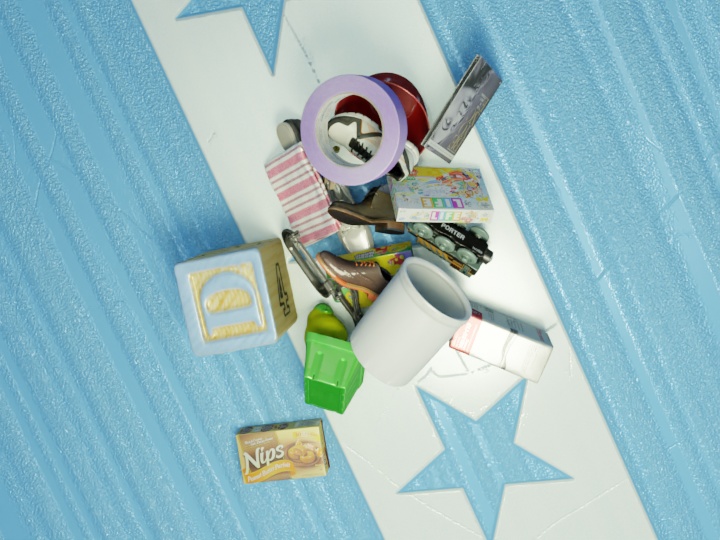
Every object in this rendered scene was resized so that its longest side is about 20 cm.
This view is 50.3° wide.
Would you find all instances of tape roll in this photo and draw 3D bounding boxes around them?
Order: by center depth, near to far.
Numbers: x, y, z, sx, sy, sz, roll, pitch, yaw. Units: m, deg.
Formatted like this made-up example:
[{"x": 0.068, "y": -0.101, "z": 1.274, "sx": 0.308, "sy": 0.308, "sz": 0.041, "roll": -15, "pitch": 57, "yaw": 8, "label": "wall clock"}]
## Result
[{"x": -0.013, "y": -0.266, "z": 1.456, "sx": 0.196, "sy": 0.066, "sz": 0.205, "roll": 4, "pitch": 102, "yaw": 16, "label": "tape roll"}]

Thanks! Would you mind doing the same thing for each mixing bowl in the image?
[{"x": 0.054, "y": -0.324, "z": 1.559, "sx": 0.196, "sy": 0.110, "sz": 0.203, "roll": 10, "pitch": 136, "yaw": 10, "label": "mixing bowl"}]

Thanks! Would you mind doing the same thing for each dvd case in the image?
[{"x": 0.206, "y": -0.319, "z": 1.543, "sx": 0.016, "sy": 0.148, "sz": 0.202, "roll": 38, "pitch": 101, "yaw": 24, "label": "dvd case"}]

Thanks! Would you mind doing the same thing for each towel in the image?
[{"x": -0.126, "y": -0.157, "z": 1.623, "sx": 0.145, "sy": 0.030, "sz": 0.203, "roll": -20, "pitch": 96, "yaw": 49, "label": "towel"}]

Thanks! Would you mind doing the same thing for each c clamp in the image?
[{"x": -0.103, "y": -0.014, "z": 1.620, "sx": 0.027, "sy": 0.171, "sz": 0.201, "roll": -35, "pitch": 83, "yaw": -14, "label": "c clamp"}]

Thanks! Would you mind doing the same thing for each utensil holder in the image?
[{"x": 0.095, "y": 0.103, "z": 1.517, "sx": 0.169, "sy": 0.170, "sz": 0.201, "roll": 40, "pitch": 117, "yaw": 1, "label": "utensil holder"}]

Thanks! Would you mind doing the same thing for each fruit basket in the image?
[{"x": -0.059, "y": 0.176, "z": 1.645, "sx": 0.152, "sy": 0.216, "sz": 0.220, "roll": 15, "pitch": 100, "yaw": 5, "label": "fruit basket"}]

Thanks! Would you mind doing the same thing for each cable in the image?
[{"x": 0.004, "y": 0.102, "z": 1.658, "sx": 0.096, "sy": 0.051, "sz": 0.201, "roll": -29, "pitch": 106, "yaw": 35, "label": "cable"}]

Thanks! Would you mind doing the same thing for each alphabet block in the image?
[{"x": -0.257, "y": 0.052, "z": 1.626, "sx": 0.191, "sy": 0.200, "sz": 0.201, "roll": -9, "pitch": 97, "yaw": 8, "label": "alphabet block"}]

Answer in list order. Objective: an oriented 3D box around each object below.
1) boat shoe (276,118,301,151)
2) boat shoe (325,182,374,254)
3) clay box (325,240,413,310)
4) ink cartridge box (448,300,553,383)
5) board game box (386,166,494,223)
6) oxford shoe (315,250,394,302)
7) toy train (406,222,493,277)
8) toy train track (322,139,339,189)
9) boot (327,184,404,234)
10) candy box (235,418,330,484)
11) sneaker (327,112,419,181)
[{"x": -0.116, "y": -0.228, "z": 1.640, "sx": 0.066, "sy": 0.057, "sz": 0.204, "roll": -11, "pitch": 103, "yaw": 48, "label": "boat shoe"}, {"x": -0.030, "y": -0.109, "z": 1.639, "sx": 0.070, "sy": 0.069, "sz": 0.203, "roll": -25, "pitch": 96, "yaw": 7, "label": "boat shoe"}, {"x": 0.024, "y": 0.015, "z": 1.643, "sx": 0.196, "sy": 0.048, "sz": 0.117, "roll": -12, "pitch": 118, "yaw": 8, "label": "clay box"}, {"x": 0.288, "y": 0.143, "z": 1.594, "sx": 0.196, "sy": 0.144, "sz": 0.085, "roll": 21, "pitch": 101, "yaw": 5, "label": "ink cartridge box"}, {"x": 0.160, "y": -0.154, "z": 1.552, "sx": 0.195, "sy": 0.136, "sz": 0.035, "roll": 0, "pitch": 135, "yaw": -11, "label": "board game box"}, {"x": 0.000, "y": 0.000, "z": 1.574, "sx": 0.198, "sy": 0.072, "sz": 0.073, "roll": 28, "pitch": 113, "yaw": -23, "label": "oxford shoe"}, {"x": 0.182, "y": -0.064, "z": 1.597, "sx": 0.198, "sy": 0.114, "sz": 0.086, "roll": 31, "pitch": 68, "yaw": 5, "label": "toy train"}, {"x": -0.064, "y": -0.255, "z": 1.590, "sx": 0.032, "sy": 0.116, "sz": 0.203, "roll": -5, "pitch": 58, "yaw": -13, "label": "toy train track"}, {"x": 0.015, "y": -0.140, "z": 1.589, "sx": 0.074, "sy": 0.197, "sz": 0.099, "roll": -4, "pitch": 77, "yaw": 48, "label": "boot"}, {"x": -0.176, "y": 0.409, "z": 1.737, "sx": 0.195, "sy": 0.055, "sz": 0.118, "roll": -7, "pitch": 97, "yaw": 9, "label": "candy box"}, {"x": 0.020, "y": -0.244, "z": 1.515, "sx": 0.197, "sy": 0.081, "sz": 0.074, "roll": 23, "pitch": 139, "yaw": 0, "label": "sneaker"}]
